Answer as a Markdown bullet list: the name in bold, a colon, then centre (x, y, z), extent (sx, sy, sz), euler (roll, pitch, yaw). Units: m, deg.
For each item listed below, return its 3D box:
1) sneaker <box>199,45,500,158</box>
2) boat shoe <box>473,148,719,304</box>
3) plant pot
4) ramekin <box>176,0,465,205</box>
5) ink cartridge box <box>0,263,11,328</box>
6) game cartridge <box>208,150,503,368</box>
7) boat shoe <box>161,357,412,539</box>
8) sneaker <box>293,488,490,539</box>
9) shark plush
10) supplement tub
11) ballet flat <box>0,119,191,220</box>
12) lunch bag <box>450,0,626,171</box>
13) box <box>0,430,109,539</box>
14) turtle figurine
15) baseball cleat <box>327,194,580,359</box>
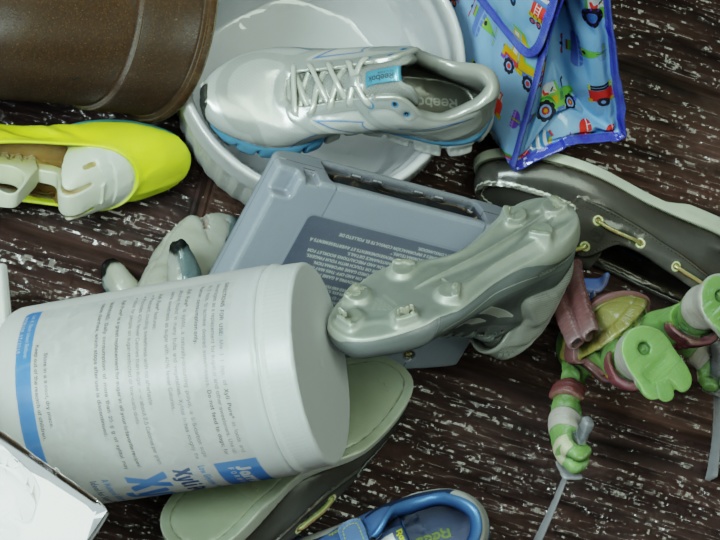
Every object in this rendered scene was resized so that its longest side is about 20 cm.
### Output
- **sneaker**: centre (-0.003, -0.118, 1.566), extent (0.198, 0.087, 0.076), euler (-2, 77, -11)
- **boat shoe**: centre (0.168, -0.028, 1.694), extent (0.200, 0.072, 0.061), euler (19, 69, -9)
- **plant pot**: centre (-0.223, -0.190, 1.560), extent (0.197, 0.200, 0.202), euler (-6, 76, -33)
- **ramekin**: centre (-0.035, -0.129, 1.661), extent (0.198, 0.105, 0.202), euler (3, 75, -11)
- **ink cartridge box**: centre (-0.291, 0.102, 1.555), extent (0.145, 0.084, 0.202), euler (-3, 76, -12)
- **game cartridge**: centre (0.000, 0.000, 1.609), extent (0.199, 0.134, 0.042), euler (14, 34, -31)
- **boat shoe**: centre (-0.047, 0.131, 1.592), extent (0.201, 0.061, 0.072), euler (-36, 57, -24)
- **sneaker**: centre (-0.002, 0.195, 1.595), extent (0.199, 0.082, 0.074), euler (-27, 83, -15)
- **shark plush**: centre (-0.102, 0.059, 1.620), extent (0.083, 0.091, 0.202), euler (3, 67, -42)
- **supplement tub**: centre (-0.118, 0.073, 1.517), extent (0.198, 0.132, 0.133), euler (-9, 76, 15)
- **ballet flat**: centre (-0.212, -0.064, 1.623), extent (0.198, 0.067, 0.067), euler (5, 36, -7)
- **lunch bag**: centre (0.114, -0.197, 1.636), extent (0.093, 0.201, 0.151), euler (-17, 48, -16)
- **box**: centre (-0.257, 0.130, 1.420), extent (0.199, 0.176, 0.097), euler (35, 73, -3)
- **turtle figurine**: centre (0.197, 0.084, 1.609), extent (0.143, 0.194, 0.202), euler (2, 78, -14)
- **baseball cleat**: centre (0.066, 0.028, 1.563), extent (0.199, 0.107, 0.070), euler (-26, 43, -26)
